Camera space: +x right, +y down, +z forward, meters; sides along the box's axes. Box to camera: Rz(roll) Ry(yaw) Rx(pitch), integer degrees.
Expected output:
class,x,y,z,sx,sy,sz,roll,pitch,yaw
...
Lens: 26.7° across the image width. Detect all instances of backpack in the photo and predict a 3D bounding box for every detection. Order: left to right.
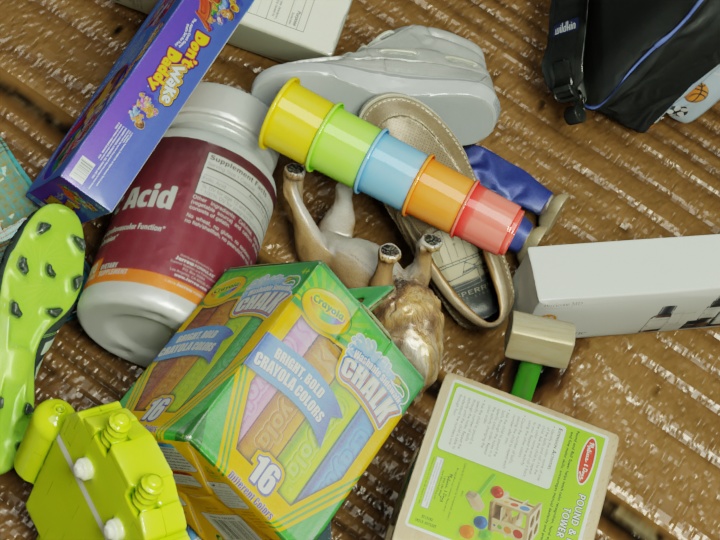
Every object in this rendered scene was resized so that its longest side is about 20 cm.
class,x,y,z,sx,sy,sz,roll,pitch,yaw
backpack,0.256,-0.233,1.277,0.153,0.200,0.192,18,47,-35

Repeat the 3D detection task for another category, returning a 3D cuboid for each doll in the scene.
class,x,y,z,sx,sy,sz,roll,pitch,yaw
doll,0.065,-0.080,1.238,0.199,0.049,0.137,32,58,8

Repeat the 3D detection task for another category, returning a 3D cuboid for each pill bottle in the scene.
class,x,y,z,sx,sy,sz,roll,pitch,yaw
pill bottle,-0.129,-0.034,1.145,0.113,0.114,0.201,16,61,0

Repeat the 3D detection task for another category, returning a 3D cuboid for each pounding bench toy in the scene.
class,x,y,z,sx,sy,sz,roll,pitch,yaw
pounding bench toy,0.097,0.146,1.064,0.123,0.156,0.201,19,61,2

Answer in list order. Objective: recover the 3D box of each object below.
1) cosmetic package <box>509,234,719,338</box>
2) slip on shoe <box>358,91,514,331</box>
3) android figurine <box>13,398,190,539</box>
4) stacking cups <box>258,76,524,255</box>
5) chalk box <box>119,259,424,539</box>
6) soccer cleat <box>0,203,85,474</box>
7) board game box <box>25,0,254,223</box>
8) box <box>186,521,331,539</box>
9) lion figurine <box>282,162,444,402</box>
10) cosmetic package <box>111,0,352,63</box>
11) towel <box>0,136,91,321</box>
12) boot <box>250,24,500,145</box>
class,x,y,z,sx,sy,sz,roll,pitch,yaw
cosmetic package,0.221,0.014,1.195,0.198,0.083,0.051,-4,63,-11
slip on shoe,0.059,-0.043,1.162,0.076,0.061,0.201,-23,99,4
android figurine,-0.168,0.167,0.983,0.041,0.200,0.183,-13,61,-35
stacking cups,0.023,-0.068,1.118,0.199,0.061,0.061,30,62,6
chalk box,-0.053,0.074,1.027,0.124,0.124,0.200,49,60,-23
soccer cleat,-0.252,0.047,1.086,0.067,0.081,0.201,27,69,-39
board game box,-0.166,-0.131,1.138,0.045,0.134,0.201,36,74,-17
box,-0.090,0.177,1.084,0.135,0.038,0.201,3,62,-8
lion figurine,0.000,0.000,1.167,0.072,0.123,0.200,-19,51,-28
cosmetic package,-0.103,-0.247,1.264,0.199,0.071,0.106,21,80,-4
towel,-0.306,-0.024,1.164,0.146,0.022,0.200,-29,71,-23
boot,0.009,-0.152,1.219,0.198,0.074,0.096,5,42,-10
